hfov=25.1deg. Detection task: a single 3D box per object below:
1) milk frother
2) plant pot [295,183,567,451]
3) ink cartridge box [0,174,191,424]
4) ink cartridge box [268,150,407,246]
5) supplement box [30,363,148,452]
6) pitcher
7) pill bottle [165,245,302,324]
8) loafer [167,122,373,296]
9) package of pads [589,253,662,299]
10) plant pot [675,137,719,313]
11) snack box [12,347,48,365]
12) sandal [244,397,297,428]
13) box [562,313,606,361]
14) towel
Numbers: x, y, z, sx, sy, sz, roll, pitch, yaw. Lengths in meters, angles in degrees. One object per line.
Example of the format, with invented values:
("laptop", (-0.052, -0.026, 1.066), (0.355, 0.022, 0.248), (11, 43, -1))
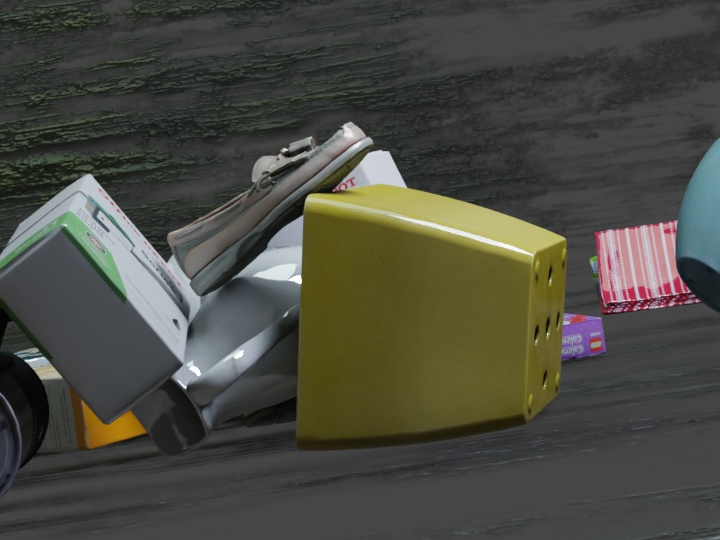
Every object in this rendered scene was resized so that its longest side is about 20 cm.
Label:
("milk frother", (-0.359, 0.097, 1.282), (0.199, 0.181, 0.188), (-3, 2, -5))
("plant pot", (0.066, 0.039, 1.307), (0.176, 0.201, 0.200), (4, 7, 19))
("ink cartridge box", (-0.212, 0.017, 1.298), (0.084, 0.146, 0.200), (-37, 14, 6))
("ink cartridge box", (0.000, 0.000, 1.629), (0.145, 0.200, 0.084), (-29, -5, 24))
("supplement box", (-0.297, 0.129, 1.555), (0.200, 0.074, 0.126), (-7, 3, 33))
("pitcher", (-0.084, 0.060, 1.348), (0.200, 0.121, 0.171), (-37, 6, -29))
("pill bottle", (-0.123, 0.035, 1.528), (0.199, 0.114, 0.114), (-1, 1, -16))
("loafer", (-0.079, -0.059, 1.302), (0.200, 0.063, 0.072), (-41, -6, 23))
("package of pads", (0.426, -0.007, 2.131), (0.200, 0.068, 0.154), (-13, 5, -26))
("plant pot", (0.417, -0.028, 1.745), (0.135, 0.200, 0.200), (-46, 15, -15))
("snack box", (-0.444, 0.130, 2.251), (0.116, 0.037, 0.200), (-9, 3, -25))
("sandal", (-0.072, 0.107, 1.495), (0.080, 0.058, 0.201), (-9, 5, -6))
("box", (0.152, 0.073, 1.684), (0.136, 0.039, 0.200), (-10, 3, -14))
("towel", (0.392, -0.013, 2.001), (0.199, 0.023, 0.145), (-8, 43, 11))
